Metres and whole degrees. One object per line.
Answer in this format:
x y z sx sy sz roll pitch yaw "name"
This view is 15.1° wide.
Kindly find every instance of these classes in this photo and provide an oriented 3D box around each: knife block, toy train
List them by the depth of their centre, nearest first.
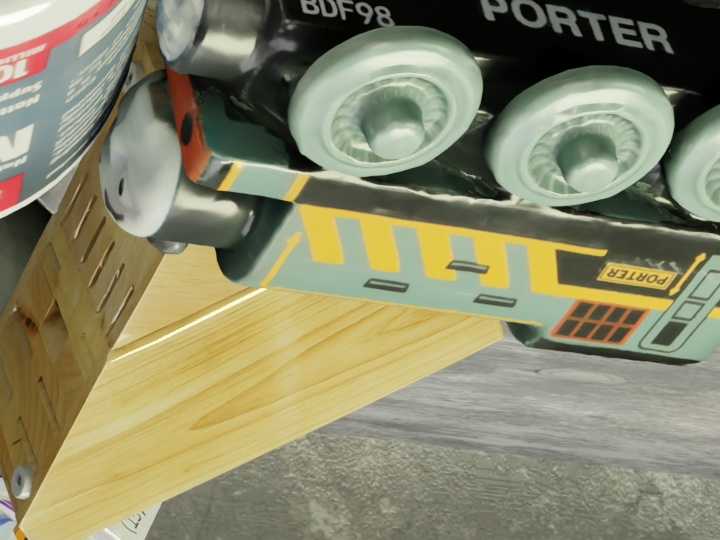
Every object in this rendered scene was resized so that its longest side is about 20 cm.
0.033 -0.033 0.683 0.200 0.085 0.114 7 138 -27 "toy train"
0.000 0.000 0.800 0.175 0.064 0.200 9 127 -31 "knife block"

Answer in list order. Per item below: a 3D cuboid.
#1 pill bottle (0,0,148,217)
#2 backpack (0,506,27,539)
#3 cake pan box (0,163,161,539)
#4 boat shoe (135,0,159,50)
-0.110 -0.075 0.652 0.119 0.120 0.200 7 162 -8 "pill bottle"
-0.173 0.033 0.958 0.154 0.200 0.190 -8 169 31 "backpack"
-0.108 -0.031 0.881 0.052 0.200 0.184 -5 140 46 "cake pan box"
-0.052 -0.087 0.784 0.200 0.069 0.074 20 -157 -29 "boat shoe"
